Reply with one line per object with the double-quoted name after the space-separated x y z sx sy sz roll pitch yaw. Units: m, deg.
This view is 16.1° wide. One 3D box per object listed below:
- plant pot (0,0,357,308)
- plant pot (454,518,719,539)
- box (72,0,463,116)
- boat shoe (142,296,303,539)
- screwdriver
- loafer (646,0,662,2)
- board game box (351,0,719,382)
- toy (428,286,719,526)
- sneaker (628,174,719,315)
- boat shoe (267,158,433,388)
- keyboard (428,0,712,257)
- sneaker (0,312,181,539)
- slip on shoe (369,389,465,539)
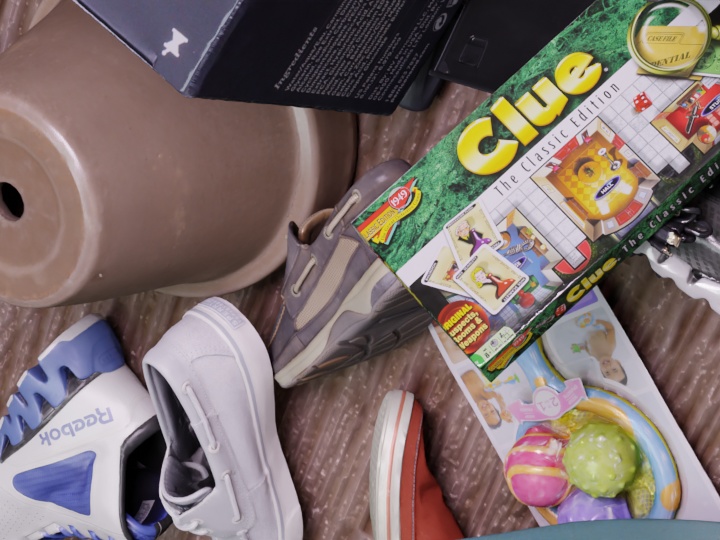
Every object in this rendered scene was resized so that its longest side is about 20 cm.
-0.131 -0.062 1.312 0.200 0.175 0.200 14 116 30 "plant pot"
0.128 0.209 1.246 0.200 0.141 0.141 -15 120 15 "plant pot"
-0.069 -0.176 1.181 0.197 0.200 0.117 41 109 21 "box"
-0.080 0.107 1.386 0.072 0.069 0.200 37 147 33 "boat shoe"
0.052 -0.165 1.238 0.028 0.029 0.200 31 124 20 "screwdriver"
0.144 -0.209 1.072 0.073 0.072 0.200 14 115 31 "loafer"
0.100 -0.052 1.166 0.200 0.023 0.105 -43 57 1 "board game box"
0.105 0.092 1.295 0.115 0.047 0.200 -26 92 44 "toy"
0.189 -0.016 1.188 0.200 0.066 0.091 45 113 19 "sneaker"
0.000 0.000 1.304 0.200 0.074 0.073 -43 67 57 "boat shoe"
0.123 -0.076 1.190 0.200 0.021 0.127 19 76 30 "keyboard"
-0.167 0.131 1.476 0.115 0.081 0.199 44 126 14 "sneaker"
0.039 0.159 1.367 0.061 0.074 0.200 -9 100 0 "slip on shoe"
